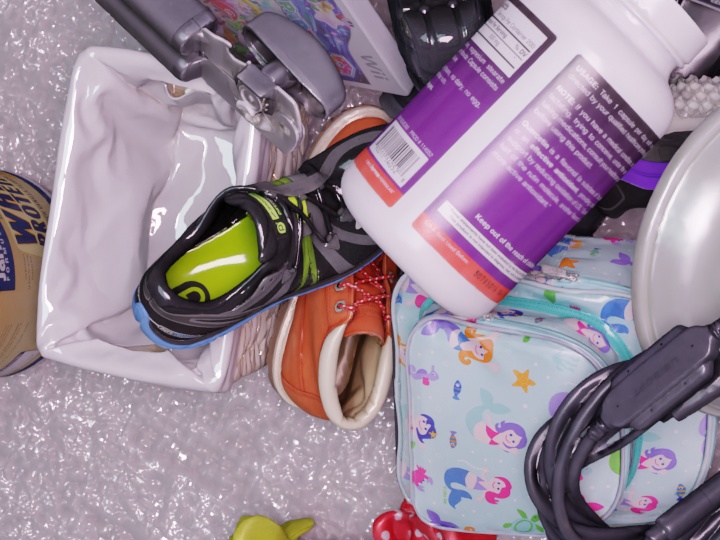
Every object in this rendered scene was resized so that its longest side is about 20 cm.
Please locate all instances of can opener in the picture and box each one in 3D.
[{"bbox_3d":[-0.093,-0.149,1.133,0.067,0.053,0.200,-39,71,-24],"label":"can opener"}]

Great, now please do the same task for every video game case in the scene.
[{"bbox_3d":[-0.073,-0.169,1.170,0.199,0.143,0.018,14,66,36],"label":"video game case"}]

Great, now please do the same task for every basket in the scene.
[{"bbox_3d":[-0.114,-0.034,1.221,0.134,0.123,0.202,10,96,18],"label":"basket"}]

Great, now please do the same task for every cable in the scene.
[{"bbox_3d":[0.183,0.097,1.039,0.200,0.162,0.051,-45,40,23],"label":"cable"}]

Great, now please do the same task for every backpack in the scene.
[{"bbox_3d":[0.118,0.069,1.132,0.198,0.151,0.179,3,116,10],"label":"backpack"}]

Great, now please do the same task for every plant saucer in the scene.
[{"bbox_3d":[0.242,-0.005,1.045,0.050,0.199,0.202,34,105,56],"label":"plant saucer"}]

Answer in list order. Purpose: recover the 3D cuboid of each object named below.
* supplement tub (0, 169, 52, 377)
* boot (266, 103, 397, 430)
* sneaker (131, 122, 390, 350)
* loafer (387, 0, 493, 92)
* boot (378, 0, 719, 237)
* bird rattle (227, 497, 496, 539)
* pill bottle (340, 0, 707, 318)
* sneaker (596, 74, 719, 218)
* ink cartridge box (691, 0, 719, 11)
[{"bbox_3d":[-0.282,0.005,1.238,0.143,0.200,0.146,1,92,18],"label":"supplement tub"},{"bbox_3d":[0.000,0.000,1.185,0.074,0.107,0.202,7,99,-20],"label":"boot"},{"bbox_3d":[-0.043,-0.021,1.107,0.199,0.083,0.071,-32,80,-15],"label":"sneaker"},{"bbox_3d":[0.045,-0.163,1.145,0.067,0.201,0.071,-8,125,3],"label":"loafer"},{"bbox_3d":[0.130,-0.134,1.163,0.164,0.066,0.201,37,107,3],"label":"boot"},{"bbox_3d":[-0.004,0.220,1.226,0.198,0.113,0.165,-1,103,6],"label":"bird rattle"},{"bbox_3d":[0.091,-0.077,1.026,0.200,0.112,0.113,-45,78,7],"label":"pill bottle"},{"bbox_3d":[0.227,-0.058,1.124,0.198,0.070,0.100,4,117,-6],"label":"sneaker"},{"bbox_3d":[0.188,-0.265,1.123,0.199,0.043,0.200,23,79,17],"label":"ink cartridge box"}]
